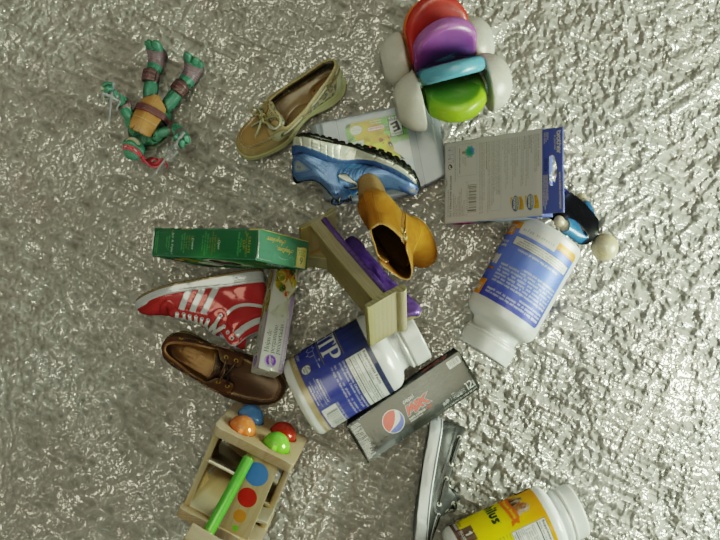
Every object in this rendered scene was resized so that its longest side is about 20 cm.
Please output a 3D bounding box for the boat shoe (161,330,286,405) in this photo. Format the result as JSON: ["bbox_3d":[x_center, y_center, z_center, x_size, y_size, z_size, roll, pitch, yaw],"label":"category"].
[{"bbox_3d":[-0.205,0.149,1.233,0.196,0.068,0.073,22,87,2],"label":"boat shoe"}]

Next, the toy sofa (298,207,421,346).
[{"bbox_3d":[0.000,0.000,1.177,0.096,0.084,0.200,-26,50,-19],"label":"toy sofa"}]

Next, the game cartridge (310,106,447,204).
[{"bbox_3d":[0.031,-0.174,1.264,0.195,0.040,0.137,-12,91,0],"label":"game cartridge"}]

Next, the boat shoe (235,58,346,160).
[{"bbox_3d":[-0.110,-0.246,1.248,0.199,0.063,0.074,-40,72,-4],"label":"boat shoe"}]

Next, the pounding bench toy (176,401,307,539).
[{"bbox_3d":[-0.165,0.287,1.149,0.122,0.200,0.159,25,97,2],"label":"pounding bench toy"}]

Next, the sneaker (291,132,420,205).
[{"bbox_3d":[-0.008,-0.137,1.217,0.195,0.079,0.091,14,106,0],"label":"sneaker"}]

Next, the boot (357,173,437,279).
[{"bbox_3d":[0.057,-0.031,1.164,0.070,0.146,0.202,-30,128,15],"label":"boot"}]

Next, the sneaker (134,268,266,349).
[{"bbox_3d":[-0.232,0.071,1.237,0.195,0.071,0.115,-11,84,-2],"label":"sneaker"}]

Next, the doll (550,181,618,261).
[{"bbox_3d":[0.299,-0.091,1.220,0.200,0.136,0.049,44,125,15],"label":"doll"}]

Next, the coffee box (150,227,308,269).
[{"bbox_3d":[-0.183,-0.030,1.177,0.196,0.122,0.045,2,84,33],"label":"coffee box"}]

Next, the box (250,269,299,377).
[{"bbox_3d":[-0.121,0.052,1.218,0.038,0.041,0.205,15,69,-19],"label":"box"}]

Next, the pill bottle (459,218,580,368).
[{"bbox_3d":[0.226,0.033,1.211,0.111,0.112,0.203,31,88,2],"label":"pill bottle"}]

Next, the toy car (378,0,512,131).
[{"bbox_3d":[0.119,-0.310,1.192,0.171,0.151,0.203,-13,55,-2],"label":"toy car"}]

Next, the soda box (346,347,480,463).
[{"bbox_3d":[0.076,0.196,1.224,0.198,0.071,0.064,-33,89,0],"label":"soda box"}]

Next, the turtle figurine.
[{"bbox_3d":[-0.315,-0.237,1.241,0.147,0.101,0.204,24,72,-13],"label":"turtle figurine"}]

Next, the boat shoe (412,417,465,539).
[{"bbox_3d":[0.118,0.322,1.224,0.065,0.070,0.205,9,80,3],"label":"boat shoe"}]

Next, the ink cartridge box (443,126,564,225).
[{"bbox_3d":[0.208,-0.132,1.188,0.197,0.041,0.123,-3,86,43],"label":"ink cartridge box"}]

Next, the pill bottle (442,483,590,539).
[{"bbox_3d":[0.223,0.382,1.190,0.196,0.109,0.111,-23,87,-6],"label":"pill bottle"}]

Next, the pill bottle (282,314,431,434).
[{"bbox_3d":[-0.003,0.136,1.205,0.197,0.120,0.121,-30,87,-1],"label":"pill bottle"}]
